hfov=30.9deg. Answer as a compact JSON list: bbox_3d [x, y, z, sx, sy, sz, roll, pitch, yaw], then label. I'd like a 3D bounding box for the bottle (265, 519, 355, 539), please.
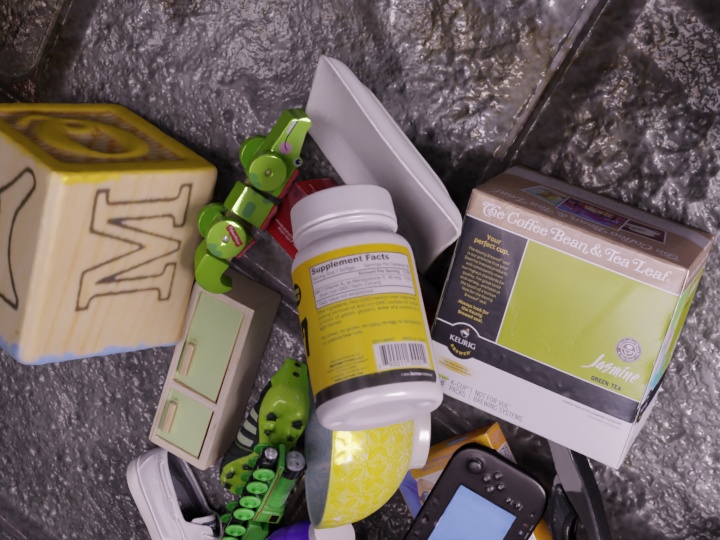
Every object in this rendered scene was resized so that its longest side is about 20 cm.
[{"bbox_3d":[-0.072,0.313,1.378,0.084,0.065,0.200,45,136,4],"label":"bottle"}]

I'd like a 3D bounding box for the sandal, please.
[{"bbox_3d":[0.201,0.219,1.245,0.048,0.075,0.201,-21,80,19],"label":"sandal"}]

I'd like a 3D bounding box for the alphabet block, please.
[{"bbox_3d":[-0.289,-0.044,1.315,0.195,0.196,0.201,33,117,37],"label":"alphabet block"}]

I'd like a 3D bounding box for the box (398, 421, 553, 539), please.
[{"bbox_3d":[0.125,0.266,1.318,0.119,0.041,0.201,-25,90,28],"label":"box"}]

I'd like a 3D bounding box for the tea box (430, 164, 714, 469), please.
[{"bbox_3d":[0.184,0.035,1.176,0.199,0.134,0.197,23,113,18],"label":"tea box"}]

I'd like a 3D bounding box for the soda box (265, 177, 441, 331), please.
[{"bbox_3d":[0.000,0.000,1.273,0.200,0.070,0.063,47,119,18],"label":"soda box"}]

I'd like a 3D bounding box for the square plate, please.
[{"bbox_3d":[0.021,-0.095,1.213,0.028,0.200,0.198,-36,85,-13],"label":"square plate"}]

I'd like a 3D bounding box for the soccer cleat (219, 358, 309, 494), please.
[{"bbox_3d":[-0.097,0.172,1.387,0.067,0.081,0.200,21,136,-11],"label":"soccer cleat"}]

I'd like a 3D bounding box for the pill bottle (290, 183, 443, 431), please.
[{"bbox_3d":[0.000,0.033,1.160,0.114,0.114,0.201,-21,69,28],"label":"pill bottle"}]

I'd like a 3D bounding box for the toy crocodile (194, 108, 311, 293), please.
[{"bbox_3d":[-0.105,-0.068,1.269,0.062,0.068,0.200,30,97,-24],"label":"toy crocodile"}]

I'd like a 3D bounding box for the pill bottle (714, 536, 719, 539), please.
[{"bbox_3d":[0.296,0.335,1.214,0.114,0.114,0.200,47,117,7],"label":"pill bottle"}]

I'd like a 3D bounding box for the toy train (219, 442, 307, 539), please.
[{"bbox_3d":[-0.104,0.242,1.375,0.056,0.042,0.200,10,141,-14],"label":"toy train"}]

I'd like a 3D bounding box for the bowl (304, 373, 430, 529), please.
[{"bbox_3d":[0.009,0.153,1.284,0.107,0.200,0.201,2,107,-9],"label":"bowl"}]

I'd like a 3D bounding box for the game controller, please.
[{"bbox_3d":[0.103,0.263,1.284,0.104,0.042,0.200,33,116,14],"label":"game controller"}]

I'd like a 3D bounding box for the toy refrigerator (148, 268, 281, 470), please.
[{"bbox_3d":[-0.158,0.106,1.392,0.076,0.070,0.201,27,114,16],"label":"toy refrigerator"}]

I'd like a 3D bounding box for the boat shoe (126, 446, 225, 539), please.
[{"bbox_3d":[-0.188,0.288,1.460,0.068,0.072,0.201,-29,81,29],"label":"boat shoe"}]
